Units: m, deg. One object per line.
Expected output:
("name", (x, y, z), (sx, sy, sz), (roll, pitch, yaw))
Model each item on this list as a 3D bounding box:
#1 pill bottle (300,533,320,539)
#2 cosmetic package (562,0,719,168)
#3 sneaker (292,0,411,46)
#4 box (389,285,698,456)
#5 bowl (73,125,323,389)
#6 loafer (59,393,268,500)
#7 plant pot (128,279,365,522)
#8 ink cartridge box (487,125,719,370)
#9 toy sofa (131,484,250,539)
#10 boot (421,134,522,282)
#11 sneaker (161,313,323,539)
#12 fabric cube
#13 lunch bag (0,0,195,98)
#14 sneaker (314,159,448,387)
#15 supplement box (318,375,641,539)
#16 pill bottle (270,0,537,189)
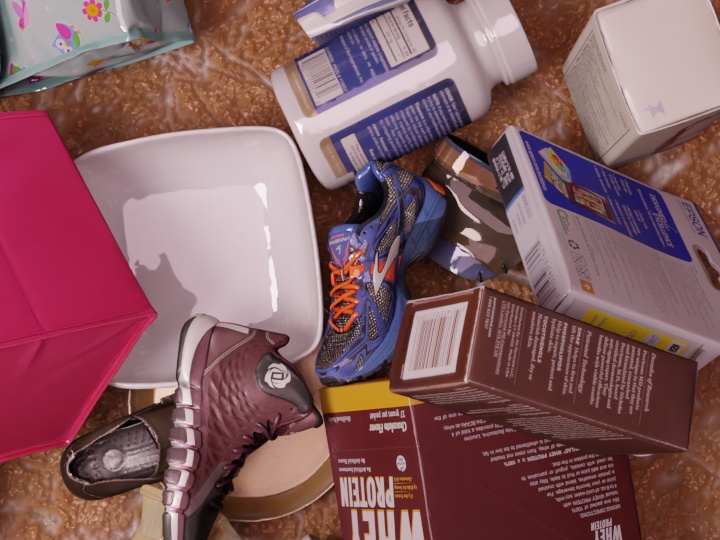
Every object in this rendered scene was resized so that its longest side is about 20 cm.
("pill bottle", (-0.083, 0.314, 1.270), (0.200, 0.110, 0.110), (-43, 88, -1))
("cosmetic package", (0.225, -0.149, 1.241), (0.087, 0.200, 0.104), (-19, 87, 0))
("sneaker", (0.026, -0.272, 1.316), (0.199, 0.081, 0.115), (-31, 74, 6))
("box", (0.133, 0.075, 1.123), (0.200, 0.100, 0.075), (21, 72, -28))
("bowl", (-0.133, -0.009, 1.275), (0.199, 0.075, 0.201), (-8, 87, -1))
("loafer", (-0.150, 0.138, 1.270), (0.199, 0.071, 0.073), (-25, 88, 0))
("plant pot", (-0.093, 0.108, 1.320), (0.199, 0.027, 0.201), (0, 89, 0))
("ink cartridge box", (0.207, -0.010, 1.230), (0.200, 0.198, 0.047), (21, 123, -27))
("toy sofa", (-0.168, 0.280, 1.238), (0.083, 0.098, 0.200), (15, 61, 28))
("boot", (0.129, -0.020, 1.312), (0.200, 0.075, 0.097), (35, 104, 4))
("sneaker", (-0.087, 0.136, 1.194), (0.115, 0.076, 0.201), (5, 83, -3))
("fabric cube", (-0.306, 0.022, 1.182), (0.200, 0.196, 0.200), (-12, 61, -42))
("lunch bag", (-0.258, -0.238, 1.286), (0.199, 0.122, 0.171), (-13, 91, 27))
("sneaker", (0.000, 0.000, 1.238), (0.078, 0.075, 0.201), (36, 58, -31))
("supplement box", (0.095, 0.172, 1.223), (0.197, 0.133, 0.201), (-8, 87, -32))
("pill bottle", (0.037, -0.155, 1.281), (0.199, 0.111, 0.111), (-26, 88, 4))
